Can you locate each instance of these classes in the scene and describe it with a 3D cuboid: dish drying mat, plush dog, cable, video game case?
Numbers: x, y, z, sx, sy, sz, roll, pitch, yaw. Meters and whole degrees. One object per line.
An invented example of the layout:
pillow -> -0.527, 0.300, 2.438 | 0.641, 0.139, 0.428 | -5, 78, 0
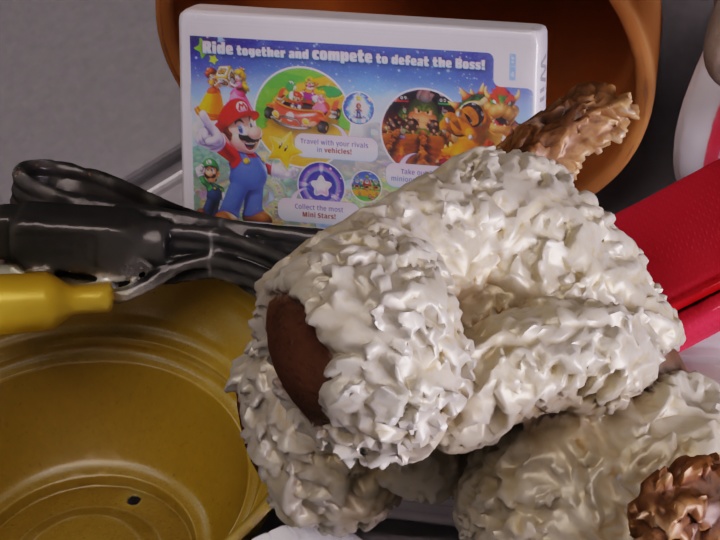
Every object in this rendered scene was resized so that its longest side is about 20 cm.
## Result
dish drying mat -> 0.107, -0.001, 0.822 | 0.200, 0.018, 0.077 | -29, 34, 14
plush dog -> 0.065, 0.049, 0.723 | 0.160, 0.200, 0.172 | -35, 83, -15
cable -> -0.070, -0.001, 0.883 | 0.199, 0.050, 0.097 | 7, 28, 5
video game case -> 0.000, 0.000, 0.902 | 0.143, 0.018, 0.201 | 5, 108, 16

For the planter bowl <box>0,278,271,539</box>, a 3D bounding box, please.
planter bowl -> -0.111, 0.085, 0.874 | 0.200, 0.084, 0.201 | -5, 41, 4

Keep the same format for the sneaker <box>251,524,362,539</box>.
sneaker -> -0.057, 0.176, 0.799 | 0.076, 0.081, 0.200 | 31, 77, 8

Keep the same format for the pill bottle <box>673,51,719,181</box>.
pill bottle -> 0.229, -0.038, 0.880 | 0.200, 0.111, 0.111 | 27, 75, 24

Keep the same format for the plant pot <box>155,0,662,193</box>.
plant pot -> 0.031, -0.132, 0.941 | 0.199, 0.200, 0.140 | 4, 50, 16

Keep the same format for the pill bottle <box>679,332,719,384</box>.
pill bottle -> 0.121, 0.115, 0.833 | 0.116, 0.116, 0.201 | 5, 67, 16

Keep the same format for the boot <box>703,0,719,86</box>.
boot -> 0.124, -0.130, 0.818 | 0.146, 0.200, 0.070 | 40, 120, 19
